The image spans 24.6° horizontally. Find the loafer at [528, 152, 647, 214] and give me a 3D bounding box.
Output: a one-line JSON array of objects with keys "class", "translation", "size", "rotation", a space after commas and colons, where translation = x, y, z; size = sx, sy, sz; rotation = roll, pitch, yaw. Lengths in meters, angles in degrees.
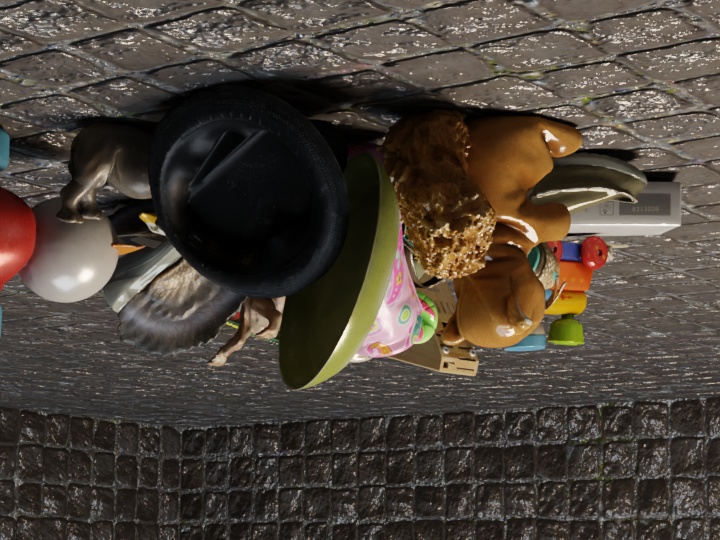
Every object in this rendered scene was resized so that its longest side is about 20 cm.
[{"class": "loafer", "translation": [0.166, -0.065, 1.527], "size": [0.198, 0.070, 0.075], "rotation": [-2, 169, 16]}]

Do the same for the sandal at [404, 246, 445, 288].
[{"class": "sandal", "translation": [0.067, -0.015, 1.741], "size": [0.079, 0.058, 0.201], "rotation": [-1, 157, -29]}]

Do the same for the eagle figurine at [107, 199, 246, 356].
[{"class": "eagle figurine", "translation": [-0.155, -0.029, 1.566], "size": [0.151, 0.152, 0.200], "rotation": [40, 138, -13]}]

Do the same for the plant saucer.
[{"class": "plant saucer", "translation": [-0.014, 0.004, 1.339], "size": [0.031, 0.202, 0.200], "rotation": [17, 165, -18]}]

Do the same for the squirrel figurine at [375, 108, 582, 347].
[{"class": "squirrel figurine", "translation": [0.091, -0.032, 1.384], "size": [0.141, 0.188, 0.199], "rotation": [-8, 167, 39]}]

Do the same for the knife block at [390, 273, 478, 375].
[{"class": "knife block", "translation": [0.051, 0.089, 2.114], "size": [0.064, 0.201, 0.176], "rotation": [8, 138, -38]}]

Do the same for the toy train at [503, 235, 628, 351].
[{"class": "toy train", "translation": [0.215, 0.025, 1.686], "size": [0.199, 0.117, 0.084], "rotation": [4, 176, -42]}]

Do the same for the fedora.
[{"class": "fedora", "translation": [-0.078, -0.076, 1.360], "size": [0.199, 0.202, 0.092], "rotation": [-7, -159, 35]}]

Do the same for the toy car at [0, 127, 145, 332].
[{"class": "toy car", "translation": [-0.295, -0.018, 1.487], "size": [0.199, 0.186, 0.177], "rotation": [6, 168, -28]}]

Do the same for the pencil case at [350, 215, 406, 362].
[{"class": "pencil case", "translation": [0.000, 0.000, 1.615], "size": [0.089, 0.078, 0.201], "rotation": [2, 134, -6]}]

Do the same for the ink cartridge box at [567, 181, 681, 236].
[{"class": "ink cartridge box", "translation": [0.229, -0.060, 1.663], "size": [0.159, 0.048, 0.200], "rotation": [0, 179, 2]}]

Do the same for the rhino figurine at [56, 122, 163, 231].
[{"class": "rhino figurine", "translation": [-0.163, -0.079, 1.436], "size": [0.198, 0.088, 0.060], "rotation": [5, -171, -21]}]

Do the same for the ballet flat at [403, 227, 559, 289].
[{"class": "ballet flat", "translation": [0.111, -0.024, 1.600], "size": [0.199, 0.071, 0.065], "rotation": [29, -179, 39]}]

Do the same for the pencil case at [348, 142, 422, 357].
[{"class": "pencil case", "translation": [0.007, -0.020, 1.488], "size": [0.087, 0.088, 0.201], "rotation": [-2, 126, 11]}]

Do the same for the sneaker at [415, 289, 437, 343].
[{"class": "sneaker", "translation": [-0.016, 0.026, 1.748], "size": [0.199, 0.077, 0.084], "rotation": [33, 155, -5]}]

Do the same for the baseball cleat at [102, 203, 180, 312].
[{"class": "baseball cleat", "translation": [-0.203, -0.042, 1.687], "size": [0.200, 0.107, 0.070], "rotation": [-38, 161, 22]}]

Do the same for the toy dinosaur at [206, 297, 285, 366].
[{"class": "toy dinosaur", "translation": [-0.094, 0.016, 1.635], "size": [0.085, 0.137, 0.200], "rotation": [6, 160, -26]}]

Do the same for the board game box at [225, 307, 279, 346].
[{"class": "board game box", "translation": [-0.098, 0.023, 1.770], "size": [0.199, 0.105, 0.023], "rotation": [23, 153, -17]}]
